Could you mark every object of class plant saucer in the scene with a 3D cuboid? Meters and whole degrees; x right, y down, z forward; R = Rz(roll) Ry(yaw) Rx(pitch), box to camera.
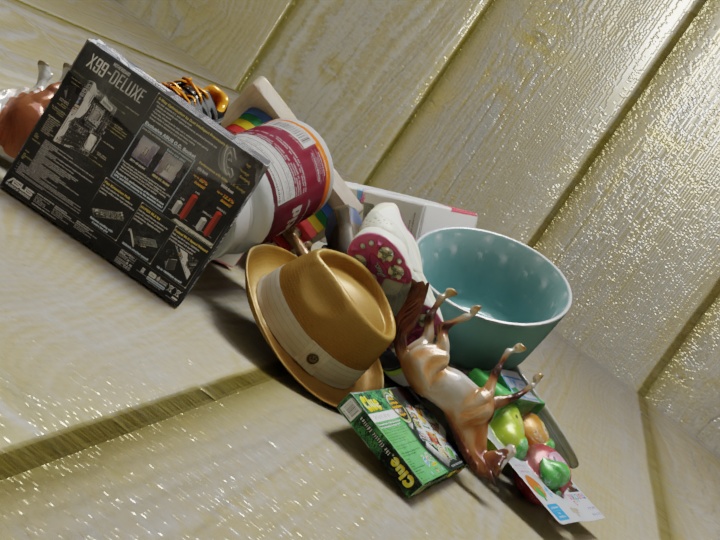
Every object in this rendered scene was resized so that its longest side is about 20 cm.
[{"bbox_3d":[0.201,0.178,1.467,0.202,0.050,0.200,56,-1,2],"label":"plant saucer"}]

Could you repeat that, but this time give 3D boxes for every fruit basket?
[{"bbox_3d":[0.190,0.199,1.287,0.200,0.094,0.185,44,11,27],"label":"fruit basket"}]

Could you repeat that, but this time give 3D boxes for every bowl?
[{"bbox_3d":[0.144,0.045,1.371,0.197,0.106,0.202,11,32,-7],"label":"bowl"}]

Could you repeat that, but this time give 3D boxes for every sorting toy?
[{"bbox_3d":[-0.118,-0.109,1.421,0.200,0.069,0.199,52,-28,-6],"label":"sorting toy"}]

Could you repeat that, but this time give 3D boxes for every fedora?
[{"bbox_3d":[-0.026,0.040,1.136,0.200,0.081,0.202,41,25,-25],"label":"fedora"}]

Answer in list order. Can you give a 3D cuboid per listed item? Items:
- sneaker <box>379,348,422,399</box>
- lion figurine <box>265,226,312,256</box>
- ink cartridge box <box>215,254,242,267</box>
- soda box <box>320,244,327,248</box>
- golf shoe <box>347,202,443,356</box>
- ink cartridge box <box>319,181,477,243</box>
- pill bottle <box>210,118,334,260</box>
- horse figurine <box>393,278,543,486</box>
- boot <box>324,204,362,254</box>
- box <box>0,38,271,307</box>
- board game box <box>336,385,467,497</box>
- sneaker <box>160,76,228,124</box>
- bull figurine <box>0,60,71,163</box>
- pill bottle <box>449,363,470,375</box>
[{"bbox_3d":[0.051,0.108,1.389,0.084,0.071,0.200,57,5,-12],"label":"sneaker"},{"bbox_3d":[-0.060,0.023,1.314,0.124,0.072,0.200,59,9,16],"label":"lion figurine"},{"bbox_3d":[-0.221,-0.105,1.331,0.200,0.085,0.145,44,12,36],"label":"ink cartridge box"},{"bbox_3d":[-0.021,0.007,1.595,0.070,0.064,0.200,36,9,8],"label":"soda box"},{"bbox_3d":[0.049,0.015,1.240,0.092,0.074,0.202,-76,152,-46],"label":"golf shoe"},{"bbox_3d":[0.034,-0.062,1.526,0.198,0.087,0.147,14,6,35],"label":"ink cartridge box"},{"bbox_3d":[-0.118,-0.084,1.193,0.114,0.115,0.200,36,30,12],"label":"pill bottle"},{"bbox_3d":[0.100,0.104,1.175,0.200,0.133,0.050,44,-17,-2],"label":"horse figurine"},{"bbox_3d":[0.000,0.000,1.343,0.200,0.073,0.099,75,7,-71],"label":"boot"},{"bbox_3d":[-0.205,-0.090,1.056,0.198,0.159,0.050,34,8,-6],"label":"box"},{"bbox_3d":[0.046,0.158,1.096,0.105,0.023,0.200,53,11,14],"label":"board game box"},{"bbox_3d":[-0.201,-0.176,1.251,0.078,0.078,0.200,37,9,6],"label":"sneaker"},{"bbox_3d":[-0.303,-0.136,1.132,0.199,0.123,0.065,40,-26,-24],"label":"bull figurine"},{"bbox_3d":[0.101,0.083,1.521,0.103,0.105,0.200,33,9,-15],"label":"pill bottle"}]
